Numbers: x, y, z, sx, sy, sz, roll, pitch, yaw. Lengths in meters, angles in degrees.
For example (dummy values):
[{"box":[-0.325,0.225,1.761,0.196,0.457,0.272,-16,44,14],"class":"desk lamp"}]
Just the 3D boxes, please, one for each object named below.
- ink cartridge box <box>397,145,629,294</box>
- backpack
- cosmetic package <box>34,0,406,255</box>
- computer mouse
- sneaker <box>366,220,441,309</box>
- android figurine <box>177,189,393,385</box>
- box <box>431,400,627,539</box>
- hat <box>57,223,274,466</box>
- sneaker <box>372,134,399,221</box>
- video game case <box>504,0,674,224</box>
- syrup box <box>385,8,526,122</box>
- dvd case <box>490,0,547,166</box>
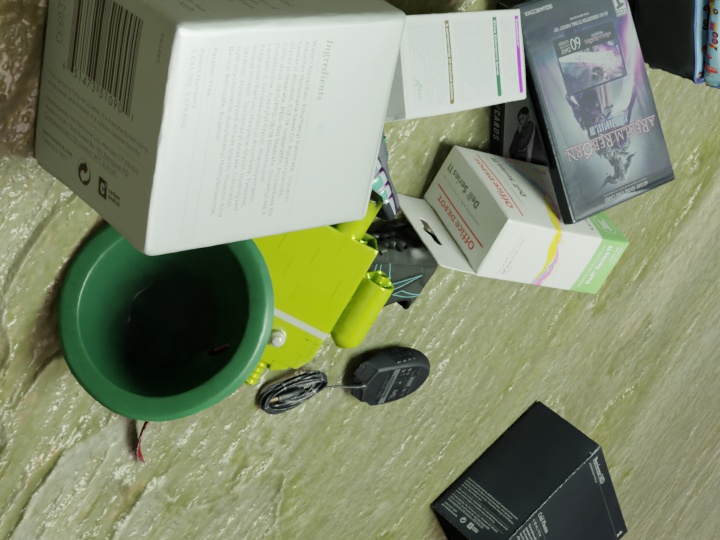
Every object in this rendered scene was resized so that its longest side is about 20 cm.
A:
[{"box":[0.140,-0.049,1.320,0.199,0.117,0.068,8,126,-37],"class":"ink cartridge box"},{"box":[0.364,-0.299,1.385,0.199,0.134,0.184,-35,137,-26],"class":"backpack"},{"box":[-0.102,-0.130,1.012,0.199,0.165,0.166,-10,124,-39],"class":"cosmetic package"},{"box":[-0.015,0.105,1.373,0.199,0.034,0.059,-5,137,-37],"class":"computer mouse"},{"box":[0.000,0.000,1.275,0.199,0.075,0.080,3,117,-45],"class":"sneaker"},{"box":[-0.068,0.004,1.179,0.181,0.041,0.201,29,107,-15],"class":"android figurine"},{"box":[0.202,0.291,1.654,0.182,0.104,0.201,-41,139,-15],"class":"box"},{"box":[-0.149,0.046,1.169,0.199,0.167,0.176,-26,171,5],"class":"hat"},{"box":[0.003,-0.125,1.194,0.088,0.074,0.200,-50,140,-14],"class":"sneaker"},{"box":[0.213,-0.159,1.301,0.142,0.019,0.202,-22,98,-33],"class":"video game case"},{"box":[0.056,-0.168,1.157,0.199,0.078,0.082,-16,104,-55],"class":"syrup box"},{"box":[0.188,-0.187,1.370,0.150,0.025,0.202,-26,132,-30],"class":"dvd case"}]
